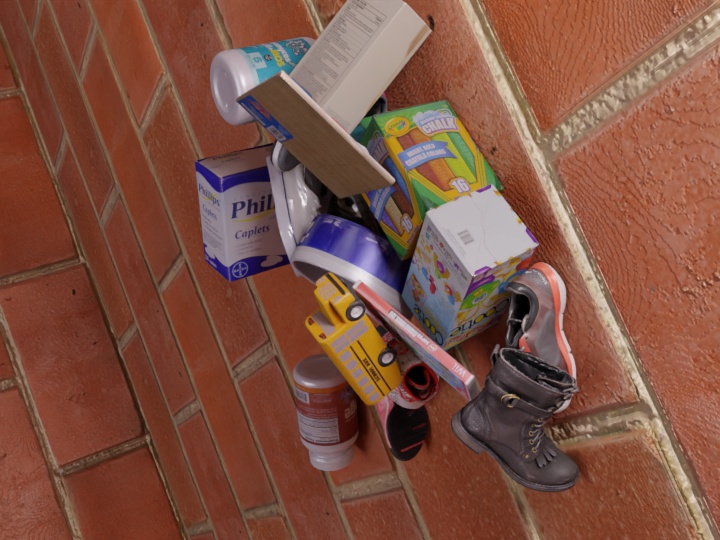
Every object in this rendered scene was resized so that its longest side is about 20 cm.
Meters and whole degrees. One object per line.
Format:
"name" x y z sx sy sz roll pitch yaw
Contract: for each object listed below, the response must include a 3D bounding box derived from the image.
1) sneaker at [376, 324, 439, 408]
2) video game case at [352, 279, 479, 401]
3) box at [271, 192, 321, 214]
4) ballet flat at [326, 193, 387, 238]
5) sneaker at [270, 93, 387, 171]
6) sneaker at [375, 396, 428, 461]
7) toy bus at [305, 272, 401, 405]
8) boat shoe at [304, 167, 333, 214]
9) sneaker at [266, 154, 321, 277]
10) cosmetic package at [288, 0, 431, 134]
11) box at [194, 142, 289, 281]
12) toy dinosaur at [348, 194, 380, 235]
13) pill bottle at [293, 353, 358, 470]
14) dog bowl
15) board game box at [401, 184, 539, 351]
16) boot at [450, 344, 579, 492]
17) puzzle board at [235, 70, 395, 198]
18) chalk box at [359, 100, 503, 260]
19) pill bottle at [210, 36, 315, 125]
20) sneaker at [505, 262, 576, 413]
"sneaker" 0.079 0.174 1.386 0.108 0.067 0.202 52 167 45
"video game case" 0.077 0.098 1.237 0.200 0.017 0.143 40 173 19
"box" -0.071 -0.063 1.524 0.200 0.039 0.041 54 165 -16
"ballet flat" 0.003 -0.088 1.439 0.200 0.068 0.069 23 116 54
"sneaker" -0.032 -0.204 1.343 0.121 0.200 0.084 40 -179 28
"sneaker" 0.057 0.215 1.529 0.087 0.073 0.201 169 88 -75
"toy bus" -0.011 0.095 1.249 0.065 0.078 0.200 47 173 48
"boat shoe" -0.071 -0.174 1.520 0.070 0.071 0.200 51 152 29
"sneaker" -0.096 -0.092 1.438 0.073 0.071 0.201 96 162 -88
"cosmetic package" -0.011 -0.279 1.229 0.200 0.071 0.105 -49 49 9
"box" -0.180 -0.108 1.622 0.105 0.183 0.201 36 136 49
"toy dinosaur" 0.009 -0.122 1.379 0.200 0.088 0.048 59 138 29
"pill bottle" -0.061 0.265 1.699 0.112 0.112 0.201 29 130 51
"dog bowl" 0.000 0.000 1.360 0.200 0.079 0.200 27 169 6
"board game box" 0.136 0.002 1.183 0.105 0.103 0.200 56 157 24
"boot" 0.219 0.186 1.140 0.199 0.069 0.174 27 135 -4
"puzzle board" -0.059 -0.172 1.189 0.200 0.017 0.151 43 160 -20
"chalk box" 0.072 -0.140 1.224 0.200 0.125 0.124 60 149 19
"pill bottle" -0.119 -0.292 1.394 0.111 0.199 0.111 35 134 46
"sneaker" 0.213 0.093 1.152 0.077 0.082 0.201 14 119 57
